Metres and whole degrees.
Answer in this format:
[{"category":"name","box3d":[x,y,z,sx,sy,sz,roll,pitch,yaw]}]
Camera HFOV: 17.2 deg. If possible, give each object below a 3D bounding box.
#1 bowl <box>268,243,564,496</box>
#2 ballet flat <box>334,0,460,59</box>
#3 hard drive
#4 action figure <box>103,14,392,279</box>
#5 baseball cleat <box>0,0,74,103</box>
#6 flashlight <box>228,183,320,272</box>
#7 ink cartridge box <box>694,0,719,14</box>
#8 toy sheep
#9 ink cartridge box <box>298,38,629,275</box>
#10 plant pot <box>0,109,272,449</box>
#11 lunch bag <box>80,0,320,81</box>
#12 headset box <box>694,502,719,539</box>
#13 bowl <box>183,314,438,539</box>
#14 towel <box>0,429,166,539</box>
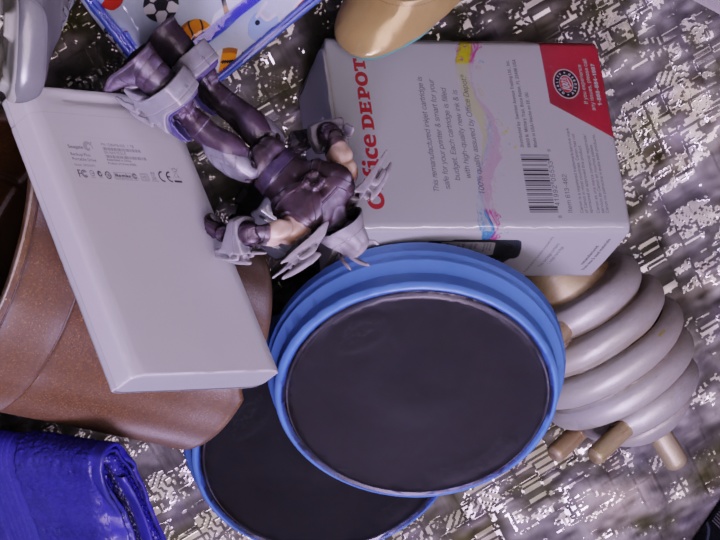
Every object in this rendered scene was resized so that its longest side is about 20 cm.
[{"category":"bowl","box3d":[0.038,0.072,1.598,0.201,0.039,0.201,0,128,-1]},{"category":"ballet flat","box3d":[0.056,-0.220,1.595,0.200,0.069,0.063,-42,154,-23]},{"category":"hard drive","box3d":[-0.135,-0.019,1.473,0.027,0.200,0.132,-36,158,33]},{"category":"action figure","box3d":[-0.065,-0.073,1.506,0.200,0.069,0.130,43,49,-2]},{"category":"baseball cleat","box3d":[-0.172,-0.195,1.453,0.106,0.070,0.200,6,76,-18]},{"category":"flashlight","box3d":[0.000,0.000,1.676,0.200,0.068,0.068,32,130,-19]},{"category":"ink cartridge box","box3d":[0.298,-0.211,1.667,0.200,0.116,0.068,4,106,-17]},{"category":"toy sheep","box3d":[0.176,0.064,1.711,0.138,0.138,0.200,-32,110,-5]},{"category":"ink cartridge box","box3d":[0.067,-0.076,1.622,0.200,0.083,0.146,0,66,-16]},{"category":"plant pot","box3d":[-0.179,0.022,1.565,0.198,0.200,0.200,21,100,-30]},{"category":"lunch bag","box3d":[-0.090,-0.218,1.570,0.200,0.076,0.160,-37,116,-1]},{"category":"headset box","box3d":[0.369,0.211,1.837,0.174,0.093,0.200,31,96,-23]},{"category":"bowl","box3d":[-0.025,0.118,1.682,0.201,0.039,0.201,-3,124,-5]},{"category":"towel","box3d":[-0.226,0.158,1.595,0.200,0.050,0.148,5,127,27]}]
